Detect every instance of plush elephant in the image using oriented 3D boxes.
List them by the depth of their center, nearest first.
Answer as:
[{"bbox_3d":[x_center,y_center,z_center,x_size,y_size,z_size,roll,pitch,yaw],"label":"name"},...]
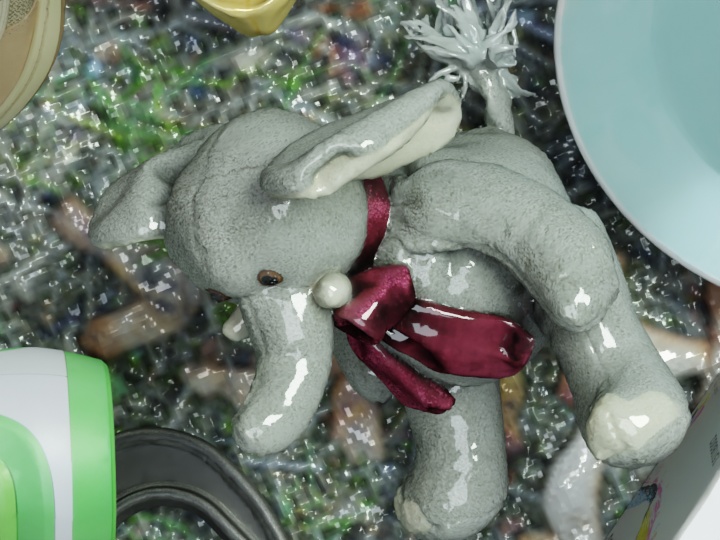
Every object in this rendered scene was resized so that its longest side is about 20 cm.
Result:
[{"bbox_3d":[0.000,0.000,0.946,0.154,0.164,0.201,-7,85,-32],"label":"plush elephant"}]

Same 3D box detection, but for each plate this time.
[{"bbox_3d":[0.165,-0.074,0.930,0.199,0.026,0.201,9,124,13],"label":"plate"}]

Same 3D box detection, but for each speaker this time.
[{"bbox_3d":[-0.191,0.073,0.994,0.199,0.088,0.089,-2,102,-9],"label":"speaker"}]

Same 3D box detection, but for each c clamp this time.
[{"bbox_3d":[-0.090,0.169,1.037,0.171,0.027,0.200,38,86,12],"label":"c clamp"}]

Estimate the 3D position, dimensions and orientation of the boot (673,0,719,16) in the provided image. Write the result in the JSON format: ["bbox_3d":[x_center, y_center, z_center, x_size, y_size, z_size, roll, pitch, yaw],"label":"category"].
[{"bbox_3d":[0.208,-0.146,0.940,0.154,0.072,0.201,31,111,1],"label":"boot"}]

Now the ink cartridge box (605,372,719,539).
[{"bbox_3d":[0.124,0.117,0.982,0.067,0.117,0.201,32,103,-2],"label":"ink cartridge box"}]

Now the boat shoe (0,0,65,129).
[{"bbox_3d":[-0.138,-0.117,0.949,0.064,0.072,0.200,-6,147,-28],"label":"boat shoe"}]

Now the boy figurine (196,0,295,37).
[{"bbox_3d":[-0.055,-0.183,0.969,0.123,0.064,0.201,-2,99,-2],"label":"boy figurine"}]
